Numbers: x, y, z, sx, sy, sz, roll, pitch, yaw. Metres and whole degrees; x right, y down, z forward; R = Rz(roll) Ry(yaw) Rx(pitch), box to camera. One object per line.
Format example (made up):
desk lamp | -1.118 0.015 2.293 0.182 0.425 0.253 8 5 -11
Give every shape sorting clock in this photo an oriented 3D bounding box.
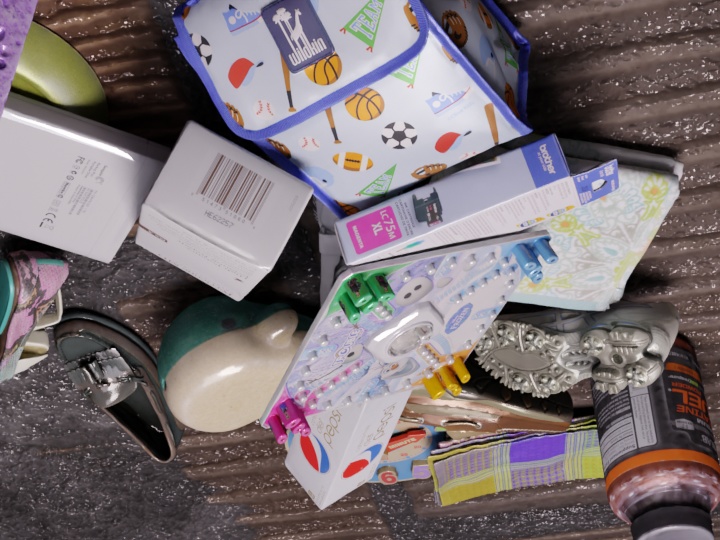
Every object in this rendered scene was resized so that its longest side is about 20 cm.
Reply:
shape sorting clock | 0.021 0.175 1.390 0.199 0.039 0.200 0 142 0

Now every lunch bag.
lunch bag | -0.004 -0.146 0.910 0.170 0.124 0.200 -25 132 26

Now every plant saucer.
plant saucer | -0.292 -0.116 1.015 0.199 0.031 0.200 -1 143 -1

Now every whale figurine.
whale figurine | -0.089 0.069 1.224 0.200 0.104 0.159 -14 148 -24

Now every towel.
towel | 0.147 -0.041 1.112 0.199 0.048 0.171 7 138 -10
towel | 0.168 0.201 1.418 0.199 0.023 0.144 -10 147 -2

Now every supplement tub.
supplement tub | 0.275 0.164 1.251 0.107 0.200 0.107 -1 143 -1

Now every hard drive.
hard drive | -0.261 -0.078 1.017 0.200 0.027 0.132 18 138 -23

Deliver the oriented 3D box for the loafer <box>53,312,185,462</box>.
loafer | -0.223 0.114 1.284 0.072 0.063 0.200 -17 140 19

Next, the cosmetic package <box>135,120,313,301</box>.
cosmetic package | -0.106 -0.038 0.995 0.102 0.074 0.200 29 167 -5

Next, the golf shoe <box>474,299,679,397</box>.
golf shoe | 0.195 0.062 1.222 0.200 0.097 0.078 2 119 39

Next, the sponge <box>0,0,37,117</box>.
sponge | -0.280 -0.134 0.868 0.111 0.201 0.030 18 172 -21

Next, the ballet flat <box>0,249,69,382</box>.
ballet flat | -0.306 0.049 1.206 0.071 0.069 0.200 -1 147 -33

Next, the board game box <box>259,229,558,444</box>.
board game box | 0.038 0.054 1.058 0.200 0.026 0.200 -11 147 -34

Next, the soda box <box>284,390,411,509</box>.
soda box | -0.011 0.137 1.245 0.068 0.064 0.200 -28 154 -32

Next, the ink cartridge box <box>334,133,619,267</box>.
ink cartridge box | 0.089 -0.047 0.985 0.200 0.042 0.119 -20 169 10

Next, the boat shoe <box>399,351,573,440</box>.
boat shoe | 0.101 0.122 1.289 0.199 0.076 0.074 14 125 -5

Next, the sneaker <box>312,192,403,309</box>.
sneaker | 0.000 0.000 1.102 0.075 0.115 0.200 -2 142 0
